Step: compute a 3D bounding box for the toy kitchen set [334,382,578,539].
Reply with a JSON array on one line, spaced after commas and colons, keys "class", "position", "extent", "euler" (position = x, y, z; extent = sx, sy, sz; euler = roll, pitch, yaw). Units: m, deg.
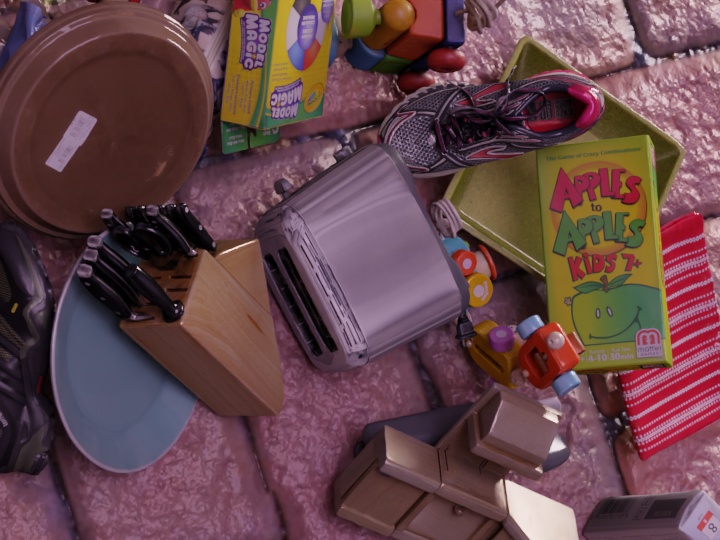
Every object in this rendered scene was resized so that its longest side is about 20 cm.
[{"class": "toy kitchen set", "position": [0.108, 0.218, 1.533], "extent": [0.200, 0.163, 0.181], "euler": [25, 33, -22]}]

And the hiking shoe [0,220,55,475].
[{"class": "hiking shoe", "position": [-0.290, 0.063, 1.458], "extent": [0.100, 0.076, 0.201], "euler": [-3, 93, -20]}]

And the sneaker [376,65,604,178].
[{"class": "sneaker", "position": [0.111, -0.132, 1.624], "extent": [0.200, 0.075, 0.081], "euler": [-16, 97, 4]}]

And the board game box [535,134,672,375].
[{"class": "board game box", "position": [0.213, -0.012, 1.654], "extent": [0.101, 0.048, 0.201], "euler": [-6, 80, 14]}]

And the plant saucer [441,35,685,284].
[{"class": "plant saucer", "position": [0.179, -0.080, 1.734], "extent": [0.200, 0.048, 0.200], "euler": [33, 67, -16]}]

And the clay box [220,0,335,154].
[{"class": "clay box", "position": [-0.065, -0.197, 1.573], "extent": [0.115, 0.048, 0.200], "euler": [-24, 123, -63]}]

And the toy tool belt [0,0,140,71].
[{"class": "toy tool belt", "position": [-0.254, -0.162, 1.500], "extent": [0.123, 0.125, 0.200], "euler": [15, 90, -18]}]

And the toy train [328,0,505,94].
[{"class": "toy train", "position": [0.036, -0.216, 1.611], "extent": [0.115, 0.200, 0.085], "euler": [2, 79, -20]}]

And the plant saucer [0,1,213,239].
[{"class": "plant saucer", "position": [-0.197, -0.109, 1.455], "extent": [0.200, 0.029, 0.200], "euler": [-19, 128, -26]}]

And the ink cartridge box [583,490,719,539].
[{"class": "ink cartridge box", "position": [0.315, 0.273, 1.664], "extent": [0.200, 0.162, 0.050], "euler": [39, 68, -14]}]

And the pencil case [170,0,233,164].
[{"class": "pencil case", "position": [-0.130, -0.189, 1.586], "extent": [0.078, 0.089, 0.200], "euler": [35, 66, -31]}]

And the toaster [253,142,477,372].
[{"class": "toaster", "position": [0.000, 0.000, 1.600], "extent": [0.129, 0.114, 0.200], "euler": [-29, 95, -23]}]

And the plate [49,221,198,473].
[{"class": "plate", "position": [-0.189, 0.061, 1.501], "extent": [0.200, 0.026, 0.201], "euler": [-9, 100, -59]}]

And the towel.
[{"class": "towel", "position": [0.286, 0.058, 1.737], "extent": [0.144, 0.022, 0.200], "euler": [-20, 101, -36]}]

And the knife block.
[{"class": "knife block", "position": [-0.144, 0.040, 1.483], "extent": [0.175, 0.064, 0.200], "euler": [-25, 110, -55]}]

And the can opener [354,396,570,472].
[{"class": "can opener", "position": [0.094, 0.147, 1.638], "extent": [0.200, 0.053, 0.067], "euler": [-5, 51, -24]}]

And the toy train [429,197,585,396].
[{"class": "toy train", "position": [0.127, 0.029, 1.619], "extent": [0.056, 0.150, 0.200], "euler": [-25, 71, -24]}]
